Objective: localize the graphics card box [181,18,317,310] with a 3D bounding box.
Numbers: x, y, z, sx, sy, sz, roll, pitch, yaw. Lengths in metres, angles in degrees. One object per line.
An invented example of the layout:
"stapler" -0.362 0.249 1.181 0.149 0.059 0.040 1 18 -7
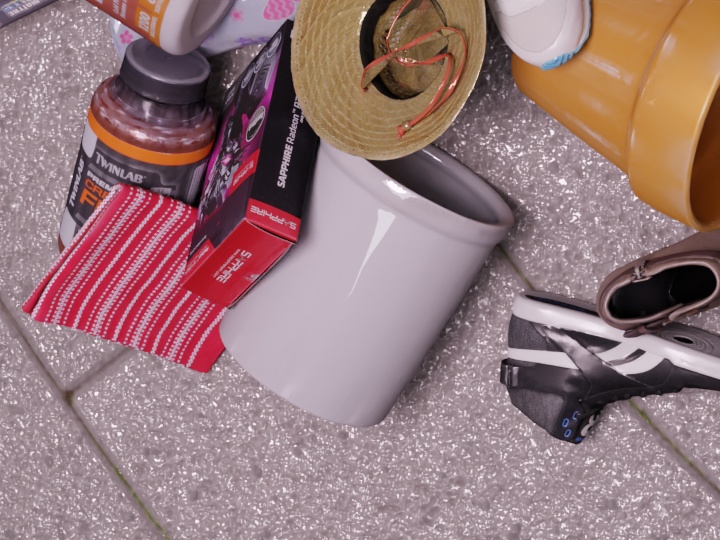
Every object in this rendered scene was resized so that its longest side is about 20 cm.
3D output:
"graphics card box" -0.080 -0.085 1.692 0.051 0.200 0.125 23 146 -18

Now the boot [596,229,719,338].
"boot" 0.276 -0.003 1.635 0.200 0.146 0.070 -26 88 18

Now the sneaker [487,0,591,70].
"sneaker" 0.107 -0.240 1.571 0.076 0.081 0.201 -26 70 26

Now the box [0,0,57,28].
"box" -0.280 -0.271 1.795 0.200 0.035 0.110 -23 60 18

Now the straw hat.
"straw hat" 0.045 -0.168 1.627 0.201 0.085 0.202 -9 77 42

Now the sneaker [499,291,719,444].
"sneaker" 0.209 0.093 1.714 0.199 0.073 0.112 16 105 22

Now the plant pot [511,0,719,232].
"plant pot" 0.222 -0.156 1.619 0.183 0.200 0.201 27 105 27

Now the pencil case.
"pencil case" -0.106 -0.216 1.753 0.199 0.083 0.091 -7 122 17

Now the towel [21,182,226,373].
"towel" -0.161 0.010 1.756 0.145 0.200 0.023 -50 47 18

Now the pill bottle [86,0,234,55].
"pill bottle" -0.194 -0.263 1.668 0.200 0.112 0.112 32 105 10

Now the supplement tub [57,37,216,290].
"supplement tub" -0.179 -0.089 1.752 0.107 0.107 0.200 25 123 12

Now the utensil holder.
"utensil holder" 0.000 0.000 1.707 0.170 0.170 0.200 34 106 9
